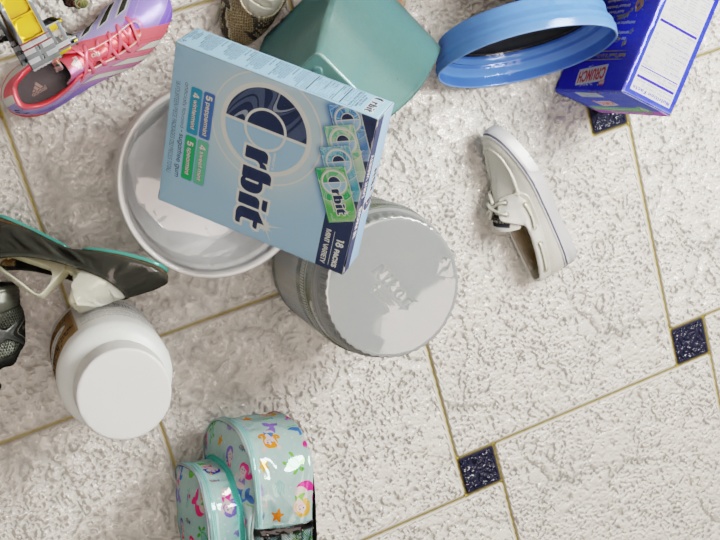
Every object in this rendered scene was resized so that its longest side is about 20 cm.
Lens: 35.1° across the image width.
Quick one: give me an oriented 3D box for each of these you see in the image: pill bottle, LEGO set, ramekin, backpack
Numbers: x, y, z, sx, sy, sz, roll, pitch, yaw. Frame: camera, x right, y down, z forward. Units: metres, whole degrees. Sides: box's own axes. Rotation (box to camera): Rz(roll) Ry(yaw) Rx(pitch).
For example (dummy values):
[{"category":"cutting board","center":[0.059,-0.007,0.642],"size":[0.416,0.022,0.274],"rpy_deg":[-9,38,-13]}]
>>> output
[{"category":"pill bottle","center":[-0.250,0.099,1.146],"size":[0.114,0.200,0.115],"rpy_deg":[-3,101,-18]},{"category":"LEGO set","center":[-0.291,-0.258,1.076],"size":[0.154,0.200,0.116],"rpy_deg":[-36,118,-24]},{"category":"ramekin","center":[-0.162,-0.098,1.192],"size":[0.199,0.105,0.201],"rpy_deg":[-4,101,-18]},{"category":"backpack","center":[-0.121,0.256,1.236],"size":[0.150,0.177,0.201],"rpy_deg":[2,95,-25]}]

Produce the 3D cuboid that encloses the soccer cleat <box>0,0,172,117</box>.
[{"category":"soccer cleat","center":[-0.271,-0.218,1.146],"size":[0.200,0.076,0.067],"rpy_deg":[-34,109,-10]}]

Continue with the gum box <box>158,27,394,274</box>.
[{"category":"gum box","center":[-0.083,-0.109,1.048],"size":[0.199,0.045,0.171],"rpy_deg":[22,126,12]}]

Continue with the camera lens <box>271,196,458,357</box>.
[{"category":"camera lens","center":[0.000,0.000,1.216],"size":[0.159,0.200,0.161],"rpy_deg":[-4,101,-18]}]

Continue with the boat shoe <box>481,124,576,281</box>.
[{"category":"boat shoe","center":[0.184,-0.074,1.341],"size":[0.070,0.071,0.201],"rpy_deg":[-36,116,-13]}]

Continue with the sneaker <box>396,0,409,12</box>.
[{"category":"sneaker","center":[0.021,-0.284,1.244],"size":[0.071,0.080,0.201],"rpy_deg":[13,117,-6]}]

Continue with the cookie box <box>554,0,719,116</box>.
[{"category":"cookie box","center":[0.321,-0.282,1.294],"size":[0.075,0.171,0.201],"rpy_deg":[22,93,-19]}]

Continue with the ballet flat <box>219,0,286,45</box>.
[{"category":"ballet flat","center":[-0.085,-0.329,1.192],"size":[0.068,0.075,0.201],"rpy_deg":[30,90,-23]}]

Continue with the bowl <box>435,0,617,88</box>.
[{"category":"bowl","center":[0.178,-0.249,1.240],"size":[0.200,0.201,0.040],"rpy_deg":[-9,84,-18]}]

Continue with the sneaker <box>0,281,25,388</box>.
[{"category":"sneaker","center":[-0.435,0.086,1.145],"size":[0.198,0.076,0.115],"rpy_deg":[-13,98,-22]}]

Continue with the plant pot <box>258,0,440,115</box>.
[{"category":"plant pot","center":[-0.023,-0.193,1.136],"size":[0.141,0.200,0.141],"rpy_deg":[43,117,-16]}]

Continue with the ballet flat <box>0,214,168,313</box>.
[{"category":"ballet flat","center":[-0.294,0.004,1.152],"size":[0.199,0.068,0.069],"rpy_deg":[15,70,10]}]
